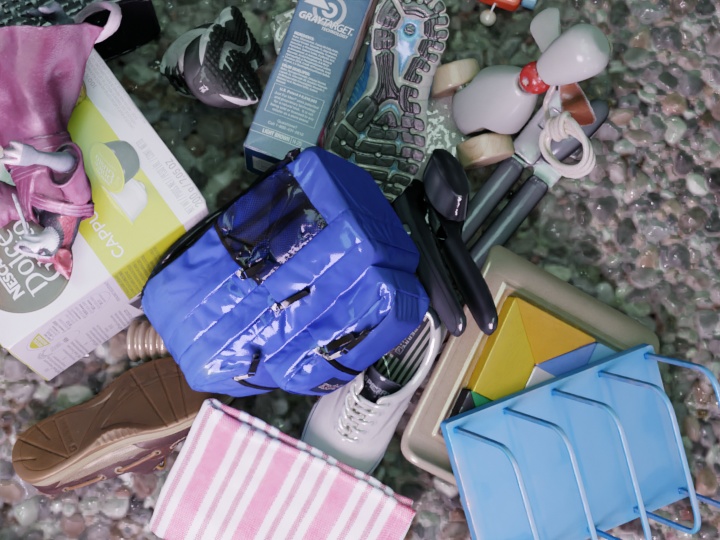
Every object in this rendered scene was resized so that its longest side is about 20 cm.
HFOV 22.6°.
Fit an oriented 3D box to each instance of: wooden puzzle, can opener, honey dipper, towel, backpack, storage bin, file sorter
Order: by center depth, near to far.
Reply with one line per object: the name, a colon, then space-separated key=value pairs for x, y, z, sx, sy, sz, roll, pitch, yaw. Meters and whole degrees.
backpack: x=-0.063 y=0.020 z=1.418 sx=0.200 sy=0.163 sz=0.168 roll=-35 pitch=69 yaw=12
file sorter: x=0.193 y=0.162 z=1.455 sx=0.200 sy=0.123 sz=0.139 roll=-19 pitch=101 yaw=-19
can opener: x=0.066 y=-0.016 z=1.483 sx=0.063 sy=0.079 sz=0.200 roll=-4 pitch=43 yaw=-7
towel: x=-0.068 y=0.205 z=1.490 sx=0.200 sy=0.030 sz=0.146 roll=27 pitch=118 yaw=3
wooden puzzle: x=0.149 y=0.104 z=1.514 sx=0.185 sy=0.037 sz=0.200 roll=28 pitch=79 yaw=-20
honey dipper: x=-0.100 y=0.062 z=1.523 sx=0.200 sy=0.038 sz=0.038 roll=1 pitch=80 yaw=16
storage bin: x=-0.284 y=-0.221 z=1.543 sx=0.200 sy=0.135 sz=0.094 roll=-22 pitch=81 yaw=-4
can opener: x=0.137 y=-0.077 z=1.566 sx=0.053 sy=0.066 sz=0.200 roll=39 pitch=87 yaw=6
towel: x=0.013 y=-0.159 z=1.590 sx=0.132 sy=0.034 sz=0.200 roll=-26 pitch=82 yaw=-4

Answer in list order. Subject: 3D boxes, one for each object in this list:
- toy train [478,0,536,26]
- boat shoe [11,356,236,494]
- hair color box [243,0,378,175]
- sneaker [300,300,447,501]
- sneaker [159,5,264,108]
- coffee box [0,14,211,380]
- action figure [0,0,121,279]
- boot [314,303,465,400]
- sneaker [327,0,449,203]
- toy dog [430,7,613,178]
toy train: x=0.081 y=-0.316 z=1.606 sx=0.200 sy=0.056 sz=0.150 roll=22 pitch=81 yaw=2
boat shoe: x=-0.192 y=0.137 z=1.523 sx=0.200 sy=0.072 sz=0.072 roll=-26 pitch=54 yaw=-1
hair color box: x=-0.037 y=-0.176 z=1.524 sx=0.060 sy=0.100 sz=0.200 roll=20 pitch=82 yaw=0
sneaker: x=0.004 y=0.104 z=1.478 sx=0.073 sy=0.071 sz=0.200 roll=29 pitch=96 yaw=7
sneaker: x=-0.130 y=-0.167 z=1.519 sx=0.080 sy=0.200 sz=0.074 roll=-26 pitch=103 yaw=8
coffee box: x=-0.252 y=-0.053 z=1.484 sx=0.198 sy=0.200 sz=0.200 roll=-36 pitch=82 yaw=-6
action figure: x=-0.244 y=-0.091 z=1.358 sx=0.149 sy=0.134 sz=0.200 roll=-21 pitch=94 yaw=-46
boot: x=0.000 y=0.000 z=1.551 sx=0.186 sy=0.064 sz=0.200 roll=-28 pitch=80 yaw=-5
sneaker: x=0.028 y=-0.145 z=1.534 sx=0.078 sy=0.090 sz=0.200 roll=20 pitch=102 yaw=-2
toy dog: x=0.148 y=-0.153 z=1.515 sx=0.096 sy=0.200 sz=0.132 roll=-18 pitch=107 yaw=-39
